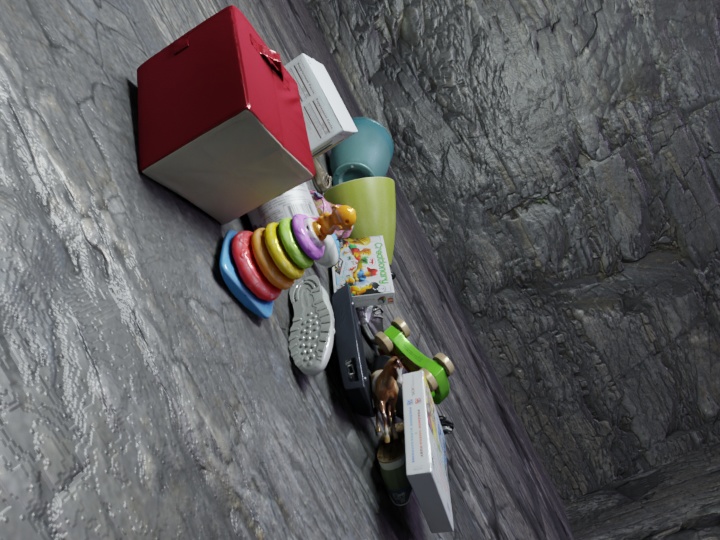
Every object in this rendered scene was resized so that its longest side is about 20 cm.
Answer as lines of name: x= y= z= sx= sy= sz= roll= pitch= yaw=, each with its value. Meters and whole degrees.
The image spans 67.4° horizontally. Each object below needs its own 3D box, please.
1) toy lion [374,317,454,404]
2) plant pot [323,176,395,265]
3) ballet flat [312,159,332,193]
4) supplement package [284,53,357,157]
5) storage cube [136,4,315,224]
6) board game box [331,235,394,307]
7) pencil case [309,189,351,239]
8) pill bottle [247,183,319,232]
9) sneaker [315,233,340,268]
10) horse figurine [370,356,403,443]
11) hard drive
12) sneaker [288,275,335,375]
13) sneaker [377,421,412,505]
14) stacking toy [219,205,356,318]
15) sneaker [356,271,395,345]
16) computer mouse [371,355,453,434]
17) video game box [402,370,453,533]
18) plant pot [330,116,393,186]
toy lion: x=0.107 y=0.207 z=1.129 sx=0.199 sy=0.068 sz=0.194 roll=38 pitch=-26 yaw=37
plant pot: x=0.013 y=-0.103 z=1.344 sx=0.187 sy=0.183 sz=0.205 roll=12 pitch=67 yaw=-71
ballet flat: x=-0.122 y=-0.295 z=1.411 sx=0.204 sy=0.046 sz=0.067 roll=68 pitch=15 yaw=17
supplement package: x=-0.134 y=-0.283 z=1.040 sx=0.153 sy=0.197 sz=0.152 roll=60 pitch=15 yaw=-6
storage cube: x=-0.184 y=-0.205 z=0.748 sx=0.171 sy=0.196 sz=0.183 roll=39 pitch=33 yaw=-58
board game box: x=0.000 y=0.000 z=1.165 sx=0.202 sy=0.123 sz=0.035 roll=-99 pitch=-176 yaw=-51
pencil case: x=-0.079 y=-0.118 z=1.187 sx=0.200 sy=0.081 sz=0.089 roll=15 pitch=91 yaw=-71
pill bottle: x=-0.144 y=-0.131 z=0.911 sx=0.204 sy=0.112 sz=0.113 roll=67 pitch=15 yaw=16
sneaker: x=-0.115 y=-0.080 z=1.043 sx=0.202 sy=0.074 sz=0.087 roll=54 pitch=26 yaw=-14
horse figurine: x=0.045 y=0.221 z=0.947 sx=0.200 sy=0.049 sz=0.136 roll=102 pitch=-15 yaw=-80
hard drive: x=-0.014 y=0.142 z=0.951 sx=0.136 sy=0.041 sz=0.203 roll=75 pitch=4 yaw=-52
sneaker: x=-0.068 y=0.096 z=0.874 sx=0.202 sy=0.075 sz=0.081 roll=-96 pitch=163 yaw=-52
sneaker: x=0.072 y=0.341 z=0.959 sx=0.200 sy=0.066 sz=0.092 roll=-12 pitch=88 yaw=-79
stacking toy: x=-0.091 y=-0.037 z=0.757 sx=0.117 sy=0.197 sz=0.111 roll=51 pitch=18 yaw=-31
sneaker: x=0.037 y=0.056 z=1.213 sx=0.203 sy=0.114 sz=0.075 roll=67 pitch=15 yaw=16
computer mouse: x=0.083 y=0.260 z=1.066 sx=0.053 sy=0.138 sz=0.202 roll=-42 pitch=101 yaw=-38
video game box: x=0.113 y=0.305 z=0.908 sx=0.184 sy=0.046 sz=0.203 roll=-85 pitch=160 yaw=-48
plant pot: x=-0.006 y=-0.314 z=1.604 sx=0.201 sy=0.197 sz=0.191 roll=52 pitch=33 yaw=-35
